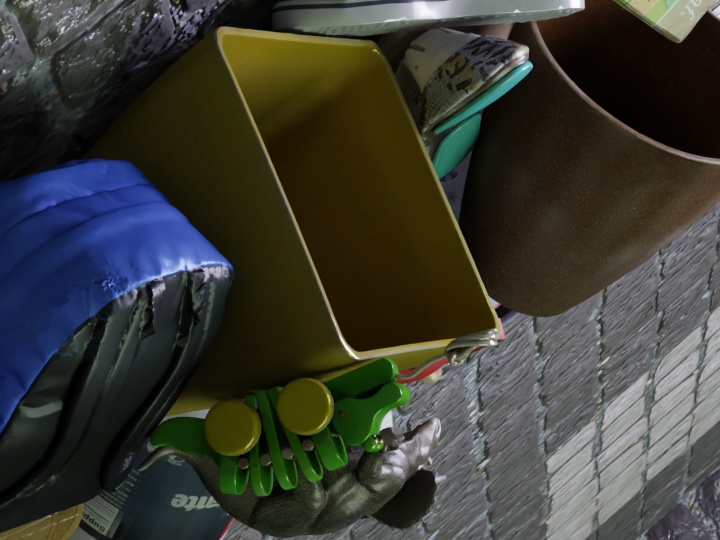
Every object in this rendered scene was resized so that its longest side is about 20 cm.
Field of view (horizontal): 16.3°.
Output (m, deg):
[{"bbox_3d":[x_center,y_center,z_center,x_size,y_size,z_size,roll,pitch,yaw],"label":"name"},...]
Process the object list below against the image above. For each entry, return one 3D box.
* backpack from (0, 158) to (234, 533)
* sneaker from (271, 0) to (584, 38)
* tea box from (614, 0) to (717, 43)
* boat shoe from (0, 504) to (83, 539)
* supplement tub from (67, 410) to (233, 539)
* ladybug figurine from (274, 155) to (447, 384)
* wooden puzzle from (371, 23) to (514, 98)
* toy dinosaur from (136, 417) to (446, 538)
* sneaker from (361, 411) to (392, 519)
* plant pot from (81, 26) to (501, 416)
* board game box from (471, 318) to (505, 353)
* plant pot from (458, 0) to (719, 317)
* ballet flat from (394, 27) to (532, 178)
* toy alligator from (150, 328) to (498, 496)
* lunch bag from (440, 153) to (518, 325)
[{"bbox_3d":[-0.182,0.028,1.349,0.162,0.168,0.200,-25,159,-54],"label":"backpack"},{"bbox_3d":[0.037,-0.183,1.507,0.200,0.079,0.078,-8,-178,-24],"label":"sneaker"},{"bbox_3d":[0.146,-0.266,1.321,0.197,0.134,0.200,29,111,-32],"label":"tea box"},{"bbox_3d":[-0.226,0.115,1.585,0.071,0.069,0.200,-26,148,-11],"label":"boat shoe"},{"bbox_3d":[-0.133,0.112,1.677,0.140,0.140,0.200,-24,153,-45],"label":"supplement tub"},{"bbox_3d":[0.000,0.000,1.616,0.136,0.200,0.072,-33,-156,10],"label":"ladybug figurine"},{"bbox_3d":[0.056,-0.154,1.666,0.200,0.037,0.185,-45,161,19],"label":"wooden puzzle"},{"bbox_3d":[-0.026,0.122,1.454,0.200,0.077,0.102,-13,132,-22],"label":"toy dinosaur"},{"bbox_3d":[-0.018,0.101,1.606,0.200,0.074,0.080,84,24,-75],"label":"sneaker"},{"bbox_3d":[-0.065,-0.010,1.476,0.176,0.200,0.200,-28,169,26],"label":"plant pot"},{"bbox_3d":[0.008,0.058,1.783,0.103,0.019,0.200,-25,164,33],"label":"board game box"},{"bbox_3d":[0.147,-0.069,1.663,0.187,0.187,0.200,-22,153,-47],"label":"plant pot"},{"bbox_3d":[0.051,-0.113,1.570,0.072,0.072,0.200,-37,174,-17],"label":"ballet flat"},{"bbox_3d":[-0.015,0.083,1.351,0.200,0.054,0.059,-16,173,10],"label":"toy alligator"},{"bbox_3d":[0.111,-0.045,1.865,0.170,0.127,0.200,-41,166,11],"label":"lunch bag"}]
